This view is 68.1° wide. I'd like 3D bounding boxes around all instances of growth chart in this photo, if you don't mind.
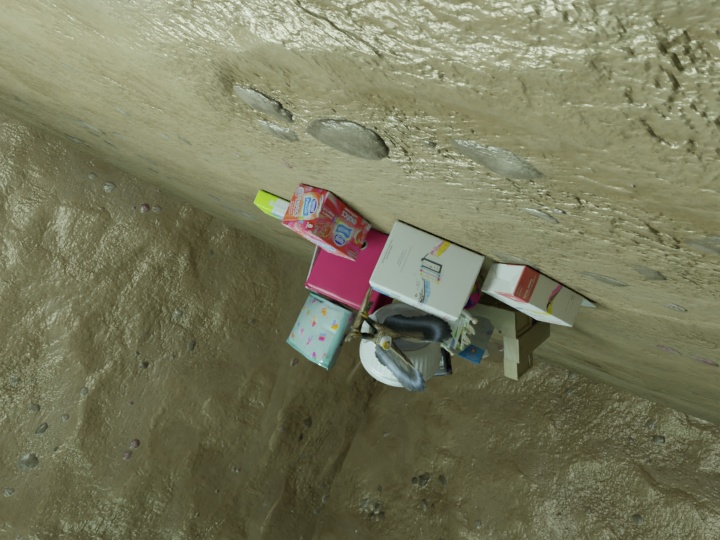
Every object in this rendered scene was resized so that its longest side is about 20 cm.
[{"bbox_3d":[0.210,0.130,1.286,0.145,0.018,0.200,46,152,21],"label":"growth chart"}]

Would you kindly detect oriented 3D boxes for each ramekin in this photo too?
[{"bbox_3d":[0.101,0.169,1.283,0.200,0.200,0.105,22,134,19],"label":"ramekin"}]

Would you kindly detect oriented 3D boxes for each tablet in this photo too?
[{"bbox_3d":[-0.101,-0.039,1.449,0.014,0.200,0.130,13,172,15],"label":"tablet"}]

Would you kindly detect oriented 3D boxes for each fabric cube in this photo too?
[{"bbox_3d":[0.000,0.000,1.413,0.196,0.200,0.200,23,175,15],"label":"fabric cube"}]

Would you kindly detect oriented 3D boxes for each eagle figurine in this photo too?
[{"bbox_3d":[0.074,0.152,1.142,0.200,0.151,0.152,24,133,0],"label":"eagle figurine"}]

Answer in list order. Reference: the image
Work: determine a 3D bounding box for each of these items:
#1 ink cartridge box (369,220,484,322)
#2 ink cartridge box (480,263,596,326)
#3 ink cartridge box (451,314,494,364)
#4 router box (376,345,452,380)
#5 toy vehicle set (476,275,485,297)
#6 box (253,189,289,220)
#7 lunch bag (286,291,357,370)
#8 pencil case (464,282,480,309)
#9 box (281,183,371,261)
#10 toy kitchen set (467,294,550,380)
[{"bbox_3d":[0.140,0.007,1.151,0.200,0.145,0.147,23,174,6],"label":"ink cartridge box"},{"bbox_3d":[0.365,0.057,1.091,0.200,0.068,0.116,25,175,-18],"label":"ink cartridge box"},{"bbox_3d":[0.308,0.146,1.547,0.144,0.200,0.085,25,179,-11],"label":"ink cartridge box"},{"bbox_3d":[0.136,0.207,1.420,0.200,0.158,0.052,-10,163,23],"label":"router box"},{"bbox_3d":[0.226,0.010,1.399,0.200,0.027,0.124,20,168,31],"label":"toy vehicle set"},{"bbox_3d":[-0.188,-0.157,1.500,0.200,0.048,0.122,24,175,9],"label":"box"},{"bbox_3d":[-0.096,0.164,1.450,0.122,0.171,0.200,27,177,-28],"label":"lunch bag"},{"bbox_3d":[0.233,0.067,1.334,0.088,0.089,0.200,24,167,-1],"label":"pencil case"},{"bbox_3d":[-0.073,-0.105,1.213,0.095,0.100,0.200,20,173,33],"label":"box"},{"bbox_3d":[0.394,0.150,1.448,0.163,0.200,0.180,-26,-153,-37],"label":"toy kitchen set"}]
